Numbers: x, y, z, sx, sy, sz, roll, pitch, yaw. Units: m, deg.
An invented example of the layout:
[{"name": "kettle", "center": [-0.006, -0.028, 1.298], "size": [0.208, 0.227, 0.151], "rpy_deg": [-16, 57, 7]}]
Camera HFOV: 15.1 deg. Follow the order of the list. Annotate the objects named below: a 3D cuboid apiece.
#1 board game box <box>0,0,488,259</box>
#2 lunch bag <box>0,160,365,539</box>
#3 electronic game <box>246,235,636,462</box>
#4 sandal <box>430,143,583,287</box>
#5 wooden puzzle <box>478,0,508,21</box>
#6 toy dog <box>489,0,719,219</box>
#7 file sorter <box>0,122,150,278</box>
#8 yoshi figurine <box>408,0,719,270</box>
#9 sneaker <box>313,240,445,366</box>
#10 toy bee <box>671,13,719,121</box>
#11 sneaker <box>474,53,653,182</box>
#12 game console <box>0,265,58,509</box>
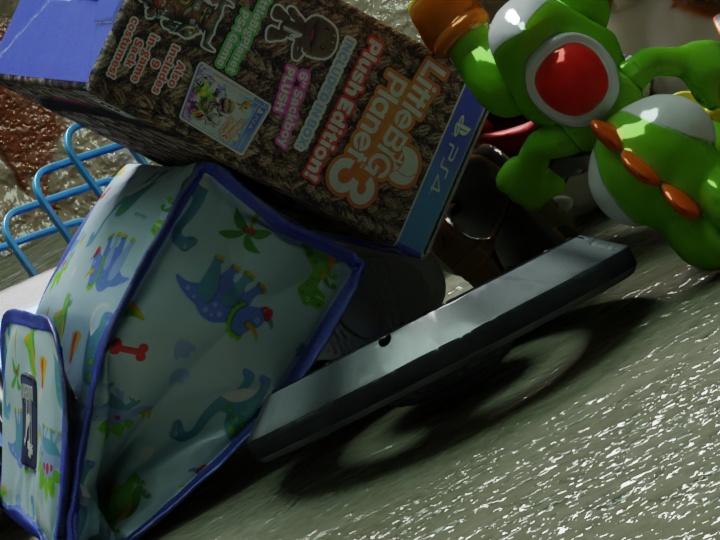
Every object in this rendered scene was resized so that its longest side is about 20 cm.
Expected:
[{"name": "board game box", "center": [-0.062, -0.095, 1.366], "size": [0.159, 0.199, 0.097], "rpy_deg": [13, 78, 64]}, {"name": "lunch bag", "center": [-0.112, 0.049, 1.366], "size": [0.201, 0.127, 0.170], "rpy_deg": [-61, 16, -7]}, {"name": "electronic game", "center": [0.037, 0.038, 1.254], "size": [0.199, 0.042, 0.200], "rpy_deg": [-28, -1, -1]}, {"name": "sandal", "center": [0.061, -0.017, 1.437], "size": [0.055, 0.082, 0.200], "rpy_deg": [-51, 11, -16]}, {"name": "wooden puzzle", "center": [0.129, -0.206, 1.669], "size": [0.199, 0.186, 0.046], "rpy_deg": [-17, 48, -9]}, {"name": "toy dog", "center": [0.157, -0.117, 1.551], "size": [0.199, 0.140, 0.194], "rpy_deg": [-24, 17, 22]}, {"name": "file sorter", "center": [-0.141, -0.030, 1.748], "size": [0.139, 0.123, 0.200], "rpy_deg": [-23, -19, -48]}, {"name": "yoshi figurine", "center": [0.121, -0.074, 1.282], "size": [0.112, 0.200, 0.113], "rpy_deg": [-26, -26, -32]}, {"name": "sneaker", "center": [0.000, 0.000, 1.510], "size": [0.118, 0.074, 0.200], "rpy_deg": [-41, 12, -37]}, {"name": "toy bee", "center": [0.201, -0.099, 1.365], "size": [0.131, 0.109, 0.200], "rpy_deg": [-30, 8, -10]}, {"name": "sneaker", "center": [0.079, -0.085, 1.434], "size": [0.200, 0.085, 0.077], "rpy_deg": [-27, 48, 63]}, {"name": "game console", "center": [-0.200, 0.037, 1.537], "size": [0.117, 0.176, 0.200], "rpy_deg": [-50, 37, 11]}]
